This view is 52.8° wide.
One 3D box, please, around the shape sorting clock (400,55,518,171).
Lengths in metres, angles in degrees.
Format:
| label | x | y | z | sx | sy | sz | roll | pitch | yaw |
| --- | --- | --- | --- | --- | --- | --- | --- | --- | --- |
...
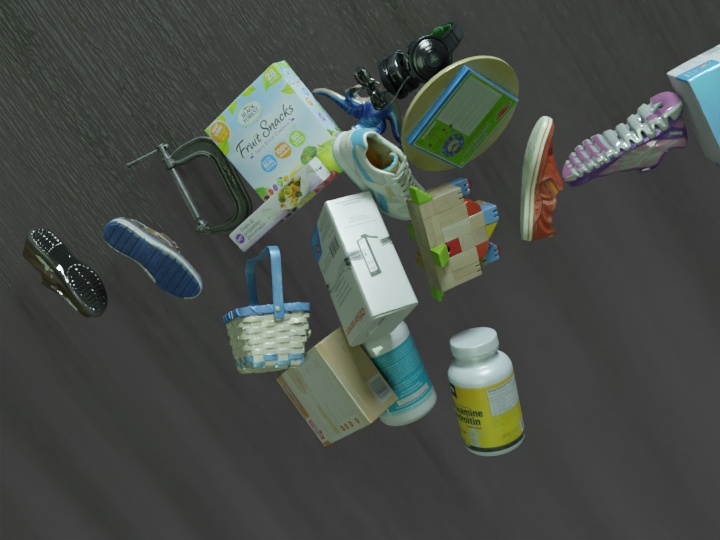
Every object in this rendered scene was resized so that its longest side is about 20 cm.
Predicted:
| label | x | y | z | sx | sy | sz | roll | pitch | yaw |
| --- | --- | --- | --- | --- | --- | --- | --- | --- | --- |
| shape sorting clock | 0.149 | -0.232 | 1.086 | 0.199 | 0.039 | 0.201 | -17 | 140 | -15 |

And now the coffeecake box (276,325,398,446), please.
| label | x | y | z | sx | sy | sz | roll | pitch | yaw |
| --- | --- | --- | --- | --- | --- | --- | --- | --- | --- |
| coffeecake box | -0.046 | 0.203 | 1.250 | 0.154 | 0.073 | 0.200 | 53 | 145 | 4 |

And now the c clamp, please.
| label | x | y | z | sx | sy | sz | roll | pitch | yaw |
| --- | --- | --- | --- | --- | --- | --- | --- | --- | --- |
| c clamp | -0.289 | -0.145 | 1.276 | 0.170 | 0.027 | 0.201 | -29 | 99 | 14 |

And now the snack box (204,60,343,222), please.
| label | x | y | z | sx | sy | sz | roll | pitch | yaw |
| --- | --- | --- | --- | --- | --- | --- | --- | --- | --- |
| snack box | -0.128 | -0.210 | 1.193 | 0.168 | 0.068 | 0.200 | -38 | 97 | 23 |

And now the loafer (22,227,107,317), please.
| label | x | y | z | sx | sy | sz | roll | pitch | yaw |
| --- | --- | --- | --- | --- | --- | --- | --- | --- | --- |
| loafer | -0.557 | 0.011 | 1.366 | 0.071 | 0.073 | 0.200 | -36 | 94 | 31 |

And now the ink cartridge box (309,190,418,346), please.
| label | x | y | z | sx | sy | sz | roll | pitch | yaw |
| --- | --- | --- | --- | --- | --- | --- | --- | --- | --- |
| ink cartridge box | 0.000 | 0.000 | 1.152 | 0.084 | 0.146 | 0.201 | -16 | 73 | -21 |

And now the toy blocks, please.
| label | x | y | z | sx | sy | sz | roll | pitch | yaw |
| --- | --- | --- | --- | --- | --- | --- | --- | --- | --- |
| toy blocks | 0.160 | -0.065 | 1.158 | 0.136 | 0.100 | 0.201 | -23 | 112 | -14 |

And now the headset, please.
| label | x | y | z | sx | sy | sz | roll | pitch | yaw |
| --- | --- | --- | --- | --- | --- | --- | --- | --- | --- |
| headset | 0.067 | -0.305 | 1.053 | 0.094 | 0.200 | 0.123 | 49 | 147 | -20 |

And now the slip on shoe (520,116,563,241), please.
| label | x | y | z | sx | sy | sz | roll | pitch | yaw |
| --- | --- | --- | --- | --- | --- | --- | --- | --- | --- |
| slip on shoe | 0.286 | -0.141 | 1.132 | 0.061 | 0.074 | 0.201 | 1 | 114 | 5 |

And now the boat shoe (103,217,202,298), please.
| label | x | y | z | sx | sy | sz | roll | pitch | yaw |
| --- | --- | --- | --- | --- | --- | --- | --- | --- | --- |
| boat shoe | -0.359 | -0.031 | 1.300 | 0.200 | 0.072 | 0.072 | 41 | 111 | -9 |

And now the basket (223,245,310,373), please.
| label | x | y | z | sx | sy | sz | roll | pitch | yaw |
| --- | --- | --- | --- | --- | --- | --- | --- | --- | --- |
| basket | -0.160 | 0.070 | 1.224 | 0.138 | 0.176 | 0.202 | -7 | 85 | -21 |

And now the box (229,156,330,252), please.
| label | x | y | z | sx | sy | sz | roll | pitch | yaw |
| --- | --- | --- | --- | --- | --- | --- | --- | --- | --- |
| box | -0.132 | -0.106 | 1.177 | 0.200 | 0.041 | 0.039 | -38 | 98 | 27 |

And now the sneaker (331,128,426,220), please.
| label | x | y | z | sx | sy | sz | roll | pitch | yaw |
| --- | --- | --- | --- | --- | --- | --- | --- | --- | --- |
| sneaker | 0.046 | -0.145 | 1.141 | 0.200 | 0.081 | 0.077 | 37 | 70 | -31 |

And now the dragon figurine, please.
| label | x | y | z | sx | sy | sz | roll | pitch | yaw |
| --- | --- | --- | --- | --- | --- | --- | --- | --- | --- |
| dragon figurine | 0.012 | -0.244 | 1.157 | 0.198 | 0.059 | 0.100 | 4 | 109 | 11 |

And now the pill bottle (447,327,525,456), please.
| label | x | y | z | sx | sy | sz | roll | pitch | yaw |
| --- | --- | --- | --- | --- | --- | --- | --- | --- | --- |
| pill bottle | 0.212 | 0.205 | 1.243 | 0.111 | 0.112 | 0.201 | -10 | 106 | 15 |

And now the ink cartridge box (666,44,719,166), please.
| label | x | y | z | sx | sy | sz | roll | pitch | yaw |
| --- | --- | --- | --- | --- | --- | --- | --- | --- | --- |
| ink cartridge box | 0.559 | -0.254 | 0.994 | 0.199 | 0.147 | 0.147 | -27 | 101 | 19 |

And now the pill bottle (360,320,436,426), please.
| label | x | y | z | sx | sy | sz | roll | pitch | yaw |
| --- | --- | --- | --- | --- | --- | --- | --- | --- | --- |
| pill bottle | 0.050 | 0.160 | 1.261 | 0.110 | 0.111 | 0.201 | -19 | 104 | 17 |

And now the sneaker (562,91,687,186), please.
| label | x | y | z | sx | sy | sz | roll | pitch | yaw |
| --- | --- | --- | --- | --- | --- | --- | --- | --- | --- |
| sneaker | 0.405 | -0.177 | 1.095 | 0.199 | 0.081 | 0.089 | -32 | 118 | 23 |
